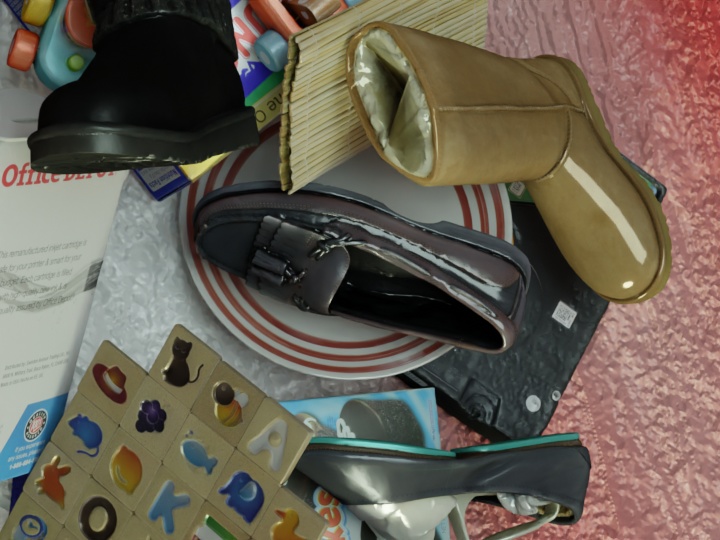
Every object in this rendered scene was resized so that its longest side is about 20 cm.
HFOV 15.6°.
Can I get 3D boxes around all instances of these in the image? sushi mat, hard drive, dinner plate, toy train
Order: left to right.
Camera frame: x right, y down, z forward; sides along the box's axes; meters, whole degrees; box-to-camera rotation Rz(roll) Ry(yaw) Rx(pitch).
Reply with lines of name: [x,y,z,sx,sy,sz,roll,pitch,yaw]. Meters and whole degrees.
toy train: [-0.095,-0.138,1.465,0.200,0.056,0.150,-34,95,-18]
dinner plate: [-0.009,-0.027,1.571,0.200,0.024,0.201,2,68,-5]
sushi mat: [0.017,-0.120,1.526,0.200,0.012,0.096,-32,136,-46]
hard drive: [0.090,-0.006,1.632,0.140,0.038,0.200,34,71,-17]

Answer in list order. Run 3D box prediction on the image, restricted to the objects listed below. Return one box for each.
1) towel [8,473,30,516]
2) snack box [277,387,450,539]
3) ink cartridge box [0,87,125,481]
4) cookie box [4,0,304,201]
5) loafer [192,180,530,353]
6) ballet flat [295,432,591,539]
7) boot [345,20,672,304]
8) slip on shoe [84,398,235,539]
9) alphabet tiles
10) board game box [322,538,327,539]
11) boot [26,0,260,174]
towel: [-0.131,0.186,1.463,0.147,0.050,0.201,2,80,10]
snack box: [-0.003,0.174,1.563,0.116,0.037,0.201,-4,85,-24]
ink cartridge box: [-0.209,0.009,1.390,0.145,0.084,0.200,-11,120,-64]
cookie box: [-0.105,-0.172,1.534,0.171,0.075,0.200,-40,97,-19]
loafer: [0.000,0.000,1.505,0.199,0.072,0.063,12,45,-5]
ballet flat: [0.050,0.129,1.537,0.200,0.073,0.073,1,82,-30]
boot: [0.085,-0.057,1.524,0.200,0.066,0.175,0,58,-57]
slip on shoe: [-0.074,0.143,1.419,0.076,0.061,0.200,-35,87,-11]
alphabet tiles: [-0.108,0.138,1.400,0.006,0.166,0.200,-1,125,-61]
board game box: [-0.012,0.261,1.498,0.199,0.041,0.200,18,83,-2]
boot: [-0.118,-0.131,1.342,0.079,0.211,0.158,-6,95,15]
